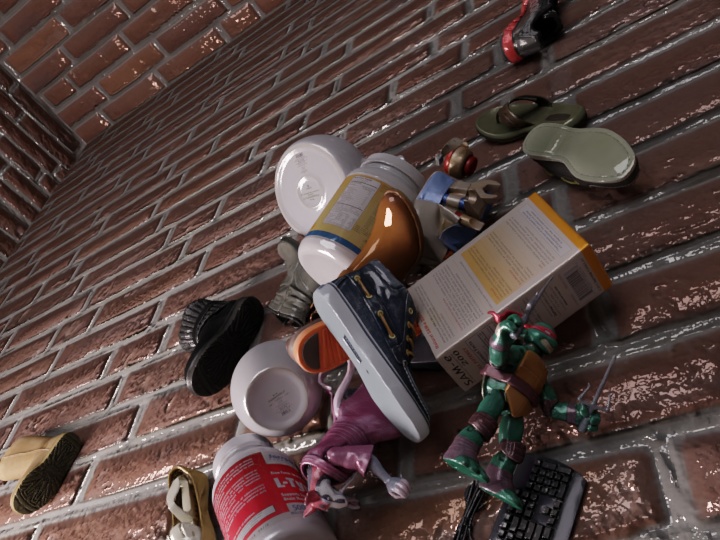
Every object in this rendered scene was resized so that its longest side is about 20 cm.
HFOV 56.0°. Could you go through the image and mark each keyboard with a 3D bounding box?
[{"bbox_3d":[0.129,0.266,0.642,0.126,0.021,0.201,-1,50,47],"label":"keyboard"}]

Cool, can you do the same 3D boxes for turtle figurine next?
[{"bbox_3d":[0.161,0.116,0.656,0.201,0.149,0.101,-59,14,-15],"label":"turtle figurine"}]

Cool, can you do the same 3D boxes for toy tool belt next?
[{"bbox_3d":[0.144,-0.080,0.968,0.122,0.125,0.201,26,72,23],"label":"toy tool belt"}]

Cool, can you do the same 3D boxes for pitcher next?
[{"bbox_3d":[-0.094,0.138,0.928,0.171,0.122,0.200,-36,6,-4],"label":"pitcher"}]

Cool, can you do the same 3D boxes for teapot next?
[{"bbox_3d":[-0.049,-0.151,1.213,0.199,0.199,0.146,35,32,22],"label":"teapot"}]

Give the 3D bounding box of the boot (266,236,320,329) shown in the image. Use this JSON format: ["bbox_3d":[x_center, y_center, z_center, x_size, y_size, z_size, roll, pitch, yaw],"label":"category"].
[{"bbox_3d":[-0.124,0.019,1.172,0.131,0.068,0.200,-54,32,-7],"label":"boot"}]

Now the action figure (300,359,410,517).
[{"bbox_3d":[-0.013,0.189,0.759,0.134,0.149,0.200,-39,-1,38],"label":"action figure"}]

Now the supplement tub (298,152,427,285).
[{"bbox_3d":[0.011,-0.066,1.044,0.144,0.145,0.201,4,54,49],"label":"supplement tub"}]

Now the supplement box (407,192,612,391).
[{"bbox_3d":[0.159,0.022,0.763,0.199,0.074,0.126,-37,35,9],"label":"supplement box"}]

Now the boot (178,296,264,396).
[{"bbox_3d":[-0.272,0.130,1.181,0.156,0.080,0.212,-5,36,35],"label":"boot"}]

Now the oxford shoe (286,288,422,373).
[{"bbox_3d":[0.001,0.063,0.834,0.198,0.072,0.073,-15,12,-24],"label":"oxford shoe"}]

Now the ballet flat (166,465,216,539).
[{"bbox_3d":[-0.234,0.343,0.907,0.068,0.063,0.200,-40,32,5],"label":"ballet flat"}]

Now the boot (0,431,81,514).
[{"bbox_3d":[-0.642,0.390,1.303,0.199,0.066,0.176,-15,29,36],"label":"boot"}]

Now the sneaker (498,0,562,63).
[{"bbox_3d":[0.331,-0.464,1.233,0.097,0.071,0.202,2,55,49],"label":"sneaker"}]

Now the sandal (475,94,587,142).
[{"bbox_3d":[0.263,-0.249,1.065,0.200,0.057,0.080,10,59,52],"label":"sandal"}]

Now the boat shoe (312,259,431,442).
[{"bbox_3d":[0.037,0.082,0.747,0.090,0.201,0.071,-29,-13,-21],"label":"boat shoe"}]

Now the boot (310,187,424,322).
[{"bbox_3d":[0.000,0.000,0.890,0.154,0.201,0.077,-25,51,-32],"label":"boot"}]

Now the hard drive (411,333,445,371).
[{"bbox_3d":[0.136,0.064,0.850,0.199,0.042,0.136,-14,42,37],"label":"hard drive"}]

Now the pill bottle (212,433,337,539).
[{"bbox_3d":[-0.110,0.282,0.796,0.112,0.112,0.200,-44,32,-4],"label":"pill bottle"}]

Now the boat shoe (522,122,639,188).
[{"bbox_3d":[0.300,-0.148,0.903,0.072,0.060,0.201,-53,32,4],"label":"boat shoe"}]
